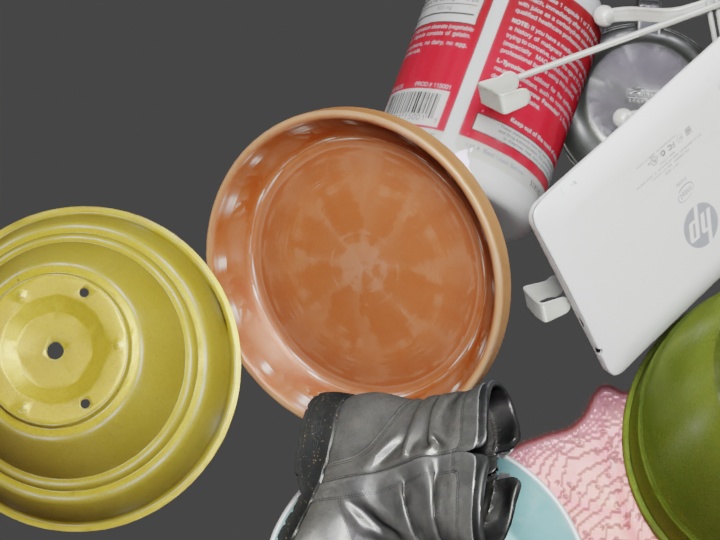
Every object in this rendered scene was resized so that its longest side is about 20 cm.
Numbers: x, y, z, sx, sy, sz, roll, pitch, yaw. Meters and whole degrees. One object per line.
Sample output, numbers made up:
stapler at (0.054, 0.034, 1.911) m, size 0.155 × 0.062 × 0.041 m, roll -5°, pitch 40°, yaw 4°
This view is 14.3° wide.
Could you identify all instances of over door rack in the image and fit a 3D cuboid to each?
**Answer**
over door rack at (0.156, -0.079, 1.744) m, size 0.200 × 0.067 × 0.148 m, roll -26°, pitch 113°, yaw -29°

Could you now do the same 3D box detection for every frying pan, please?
frying pan at (0.196, -0.137, 1.835) m, size 0.115 × 0.031 × 0.190 m, roll 27°, pitch 77°, yaw 6°

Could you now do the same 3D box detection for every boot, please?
boot at (0.021, 0.158, 1.659) m, size 0.131 × 0.070 × 0.201 m, roll -2°, pitch 72°, yaw 30°

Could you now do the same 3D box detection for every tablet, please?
tablet at (0.193, -0.045, 1.729) m, size 0.200 × 0.014 × 0.130 m, roll -41°, pitch 121°, yaw -21°

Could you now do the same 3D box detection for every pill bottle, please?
pill bottle at (0.085, -0.128, 1.784) m, size 0.112 × 0.112 × 0.201 m, roll 19°, pitch 73°, yaw 5°

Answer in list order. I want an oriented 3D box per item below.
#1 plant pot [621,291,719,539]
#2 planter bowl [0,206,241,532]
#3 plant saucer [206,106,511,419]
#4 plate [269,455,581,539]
plant pot at (0.261, 0.077, 1.680) m, size 0.199 × 0.193 × 0.201 m, roll 0°, pitch 73°, yaw -1°
planter bowl at (-0.175, 0.053, 1.719) m, size 0.200 × 0.083 × 0.201 m, roll -1°, pitch 81°, yaw 6°
plant saucer at (0.000, 0.000, 1.729) m, size 0.200 × 0.032 × 0.201 m, roll 7°, pitch 106°, yaw 26°
plate at (0.039, 0.197, 1.726) m, size 0.199 × 0.026 × 0.201 m, roll 0°, pitch 73°, yaw -1°
